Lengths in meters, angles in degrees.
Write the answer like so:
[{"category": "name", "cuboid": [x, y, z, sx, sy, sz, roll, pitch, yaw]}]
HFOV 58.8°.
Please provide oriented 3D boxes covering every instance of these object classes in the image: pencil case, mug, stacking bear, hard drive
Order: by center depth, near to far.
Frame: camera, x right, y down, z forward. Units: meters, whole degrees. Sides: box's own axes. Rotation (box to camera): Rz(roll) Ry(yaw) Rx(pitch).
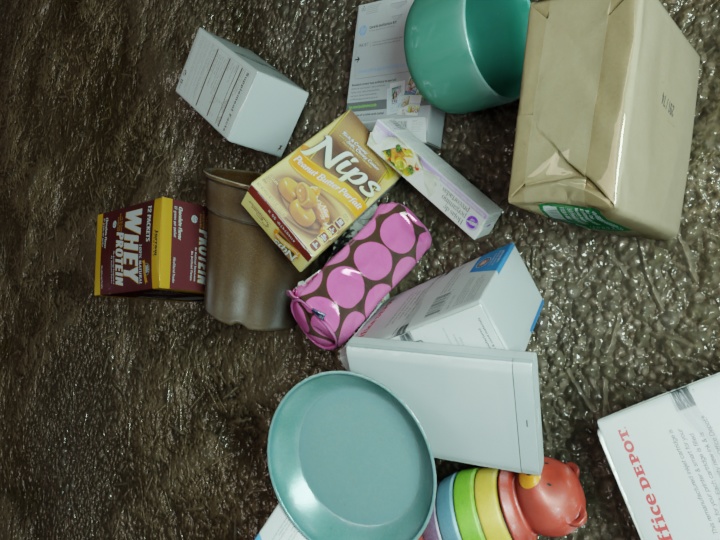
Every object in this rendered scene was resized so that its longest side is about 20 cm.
[{"category": "hard drive", "cuboid": [0.086, 0.138, 0.661, 0.194, 0.027, 0.136, 2, 117, 28]}, {"category": "stacking bear", "cuboid": [0.146, 0.262, 0.694, 0.196, 0.122, 0.115, -26, 110, 26]}, {"category": "mug", "cuboid": [0.131, -0.270, 0.757, 0.112, 0.183, 0.157, -2, 106, 46]}, {"category": "pencil case", "cuboid": [0.000, 0.000, 0.798, 0.094, 0.200, 0.091, 47, 154, -5]}]

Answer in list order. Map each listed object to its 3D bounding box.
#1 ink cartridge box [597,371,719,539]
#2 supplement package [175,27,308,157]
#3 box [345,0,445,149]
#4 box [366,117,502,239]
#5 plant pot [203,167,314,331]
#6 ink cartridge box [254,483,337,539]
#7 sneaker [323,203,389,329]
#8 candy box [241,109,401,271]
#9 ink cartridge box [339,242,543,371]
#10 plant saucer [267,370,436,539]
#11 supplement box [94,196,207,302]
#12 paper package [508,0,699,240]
[{"category": "ink cartridge box", "cuboid": [0.332, 0.166, 0.555, 0.198, 0.083, 0.150, -32, 65, 34]}, {"category": "supplement package", "cuboid": [-0.199, -0.294, 1.055, 0.200, 0.115, 0.119, 42, 111, 35]}, {"category": "box", "cuboid": [0.052, -0.271, 0.883, 0.153, 0.041, 0.207, 6, 90, 41]}, {"category": "box", "cuboid": [0.089, -0.119, 0.801, 0.200, 0.041, 0.039, 45, 128, 22]}, {"category": "plant pot", "cuboid": [-0.144, -0.031, 0.939, 0.197, 0.197, 0.205, 20, 105, 40]}, {"category": "ink cartridge box", "cuboid": [-0.045, 0.379, 0.742, 0.198, 0.148, 0.147, 35, 152, 9]}, {"category": "sneaker", "cuboid": [-0.011, -0.022, 0.878, 0.074, 0.086, 0.206, -22, 69, 38]}, {"category": "candy box", "cuboid": [-0.044, -0.108, 0.825, 0.116, 0.200, 0.055, 47, 147, -3]}, {"category": "ink cartridge box", "cuboid": [0.093, 0.066, 0.728, 0.197, 0.146, 0.087, -28, 100, 36]}, {"category": "plant saucer", "cuboid": [-0.008, 0.203, 0.679, 0.194, 0.036, 0.207, 3, 98, 23]}, {"category": "supplement box", "cuboid": [-0.303, -0.025, 1.062, 0.196, 0.195, 0.138, -6, 81, 39]}, {"category": "paper package", "cuboid": [0.236, -0.137, 0.601, 0.101, 0.197, 0.197, 6, 90, 40]}]
